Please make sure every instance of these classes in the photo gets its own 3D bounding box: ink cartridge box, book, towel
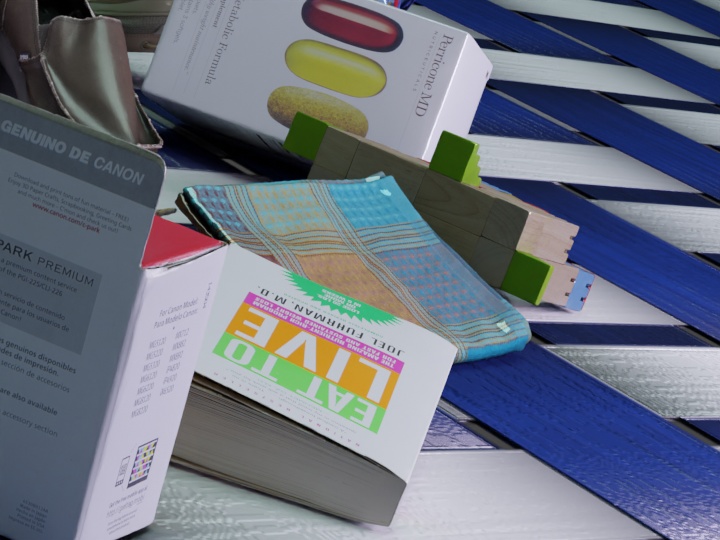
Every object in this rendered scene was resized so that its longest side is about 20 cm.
[{"bbox_3d":[-0.167,0.000,1.178,0.199,0.177,0.084,22,16,18],"label":"ink cartridge box"},{"bbox_3d":[-0.028,0.055,1.372,0.133,0.048,0.200,23,18,1],"label":"book"},{"bbox_3d":[0.000,0.000,1.574,0.147,0.022,0.200,48,27,23],"label":"towel"}]

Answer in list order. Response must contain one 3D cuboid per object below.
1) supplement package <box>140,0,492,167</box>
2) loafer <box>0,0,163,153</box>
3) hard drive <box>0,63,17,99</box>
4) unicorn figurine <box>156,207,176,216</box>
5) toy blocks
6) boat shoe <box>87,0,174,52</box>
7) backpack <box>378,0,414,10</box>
[{"bbox_3d":[-0.027,-0.130,1.882,0.199,0.114,0.110,19,-3,13],"label":"supplement package"},{"bbox_3d":[-0.181,-0.129,1.780,0.073,0.071,0.200,2,38,-41],"label":"loafer"},{"bbox_3d":[-0.272,-0.157,1.914,0.199,0.038,0.140,14,15,-8],"label":"hard drive"},{"bbox_3d":[-0.220,-0.061,1.547,0.199,0.074,0.138,17,22,-28],"label":"unicorn figurine"},{"bbox_3d":[0.061,-0.031,1.742,0.199,0.100,0.137,24,5,27],"label":"toy blocks"},{"bbox_3d":[-0.197,-0.178,2.026,0.199,0.065,0.072,-4,25,-4],"label":"boat shoe"},{"bbox_3d":[-0.030,-0.322,2.591,0.181,0.135,0.200,12,16,-15],"label":"backpack"}]
